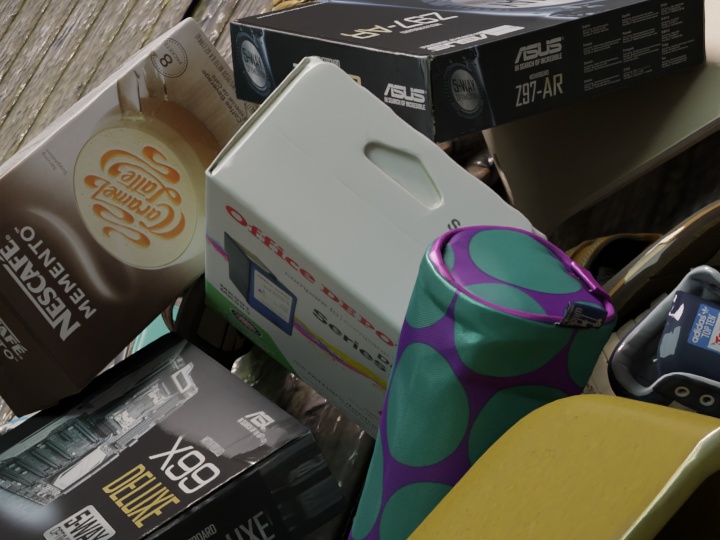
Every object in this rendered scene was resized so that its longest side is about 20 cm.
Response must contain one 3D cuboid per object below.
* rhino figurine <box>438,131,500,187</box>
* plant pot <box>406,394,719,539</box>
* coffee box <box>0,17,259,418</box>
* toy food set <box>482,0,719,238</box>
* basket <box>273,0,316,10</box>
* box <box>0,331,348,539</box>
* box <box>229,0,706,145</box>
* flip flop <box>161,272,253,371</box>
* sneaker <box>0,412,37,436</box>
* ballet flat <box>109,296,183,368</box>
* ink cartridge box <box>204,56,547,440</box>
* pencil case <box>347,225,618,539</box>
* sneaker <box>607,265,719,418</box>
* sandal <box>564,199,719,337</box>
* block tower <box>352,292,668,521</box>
[{"bbox_3d":[0.007,-0.048,1.200,0.199,0.060,0.087,-20,17,39],"label":"rhino figurine"},{"bbox_3d":[0.084,0.161,0.699,0.196,0.194,0.200,-46,19,-5],"label":"plant pot"},{"bbox_3d":[-0.138,-0.030,1.050,0.200,0.115,0.080,-47,15,-34],"label":"coffee box"},{"bbox_3d":[0.163,-0.092,1.066,0.199,0.060,0.144,-32,40,14],"label":"toy food set"},{"bbox_3d":[0.054,-0.203,1.334,0.199,0.148,0.144,-12,74,44],"label":"basket"},{"bbox_3d":[-0.116,0.111,0.955,0.157,0.050,0.200,-32,23,-14],"label":"box"},{"bbox_3d":[0.057,-0.119,1.008,0.199,0.044,0.160,-18,23,-36],"label":"box"},{"bbox_3d":[-0.088,0.018,1.156,0.200,0.057,0.082,-50,-14,-81],"label":"flip flop"},{"bbox_3d":[-0.120,0.089,1.130,0.199,0.075,0.087,2,34,20],"label":"sneaker"},{"bbox_3d":[-0.125,0.031,1.265,0.073,0.073,0.201,-22,40,34],"label":"ballet flat"},{"bbox_3d":[0.000,0.000,0.964,0.088,0.145,0.200,-49,-8,-18],"label":"ink cartridge box"},{"bbox_3d":[0.048,0.088,0.829,0.085,0.092,0.201,-120,43,-63],"label":"pencil case"},{"bbox_3d":[0.193,0.046,0.784,0.199,0.109,0.070,-14,40,43],"label":"sneaker"},{"bbox_3d":[0.112,0.020,0.952,0.200,0.082,0.055,-39,62,23],"label":"sandal"},{"bbox_3d":[0.085,0.098,0.913,0.200,0.054,0.058,-38,29,12],"label":"block tower"}]
